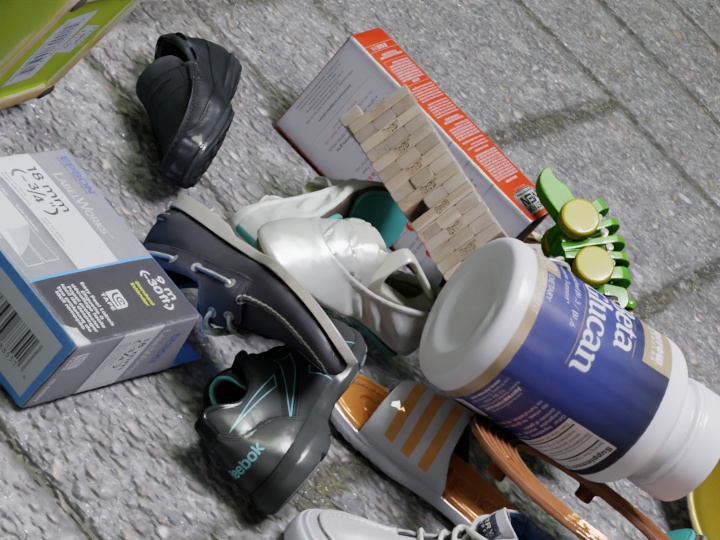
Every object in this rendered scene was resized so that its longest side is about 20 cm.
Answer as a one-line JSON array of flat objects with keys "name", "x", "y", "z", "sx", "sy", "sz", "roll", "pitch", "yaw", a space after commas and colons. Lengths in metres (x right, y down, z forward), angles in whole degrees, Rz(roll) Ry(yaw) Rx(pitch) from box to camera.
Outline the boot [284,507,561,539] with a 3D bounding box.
[{"name": "boot", "x": 0.055, "y": 0.174, "z": 1.589, "sx": 0.199, "sy": 0.096, "sz": 0.074, "roll": 26, "pitch": 29, "yaw": -31}]

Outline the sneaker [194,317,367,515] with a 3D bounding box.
[{"name": "sneaker", "x": -0.050, "y": 0.073, "z": 1.624, "sx": 0.079, "sy": 0.075, "sz": 0.200, "roll": 36, "pitch": 25, "yaw": -7}]

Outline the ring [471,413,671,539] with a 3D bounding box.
[{"name": "ring", "x": 0.150, "y": 0.162, "z": 1.677, "sx": 0.200, "sy": 0.019, "sz": 0.200, "roll": 36, "pitch": 8, "yaw": -6}]

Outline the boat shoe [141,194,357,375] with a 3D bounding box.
[{"name": "boat shoe", "x": -0.076, "y": 0.022, "z": 1.623, "sx": 0.200, "sy": 0.063, "sz": 0.073, "roll": 37, "pitch": -15, "yaw": 42}]

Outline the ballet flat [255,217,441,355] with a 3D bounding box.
[{"name": "ballet flat", "x": 0.000, "y": 0.000, "z": 1.751, "sx": 0.200, "sy": 0.069, "sz": 0.070, "roll": 35, "pitch": 21, "yaw": -54}]

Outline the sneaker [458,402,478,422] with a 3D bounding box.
[{"name": "sneaker", "x": 0.135, "y": 0.100, "z": 1.832, "sx": 0.090, "sy": 0.070, "sz": 0.200, "roll": 49, "pitch": 12, "yaw": 7}]

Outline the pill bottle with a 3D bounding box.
[{"name": "pill bottle", "x": 0.147, "y": 0.072, "z": 1.703, "sx": 0.200, "sy": 0.111, "sz": 0.111, "roll": 32, "pitch": 27, "yaw": -22}]

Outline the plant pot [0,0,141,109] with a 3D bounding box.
[{"name": "plant pot", "x": -0.249, "y": -0.211, "z": 1.653, "sx": 0.182, "sy": 0.200, "sz": 0.199, "roll": 52, "pitch": 25, "yaw": 4}]

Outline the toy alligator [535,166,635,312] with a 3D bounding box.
[{"name": "toy alligator", "x": 0.178, "y": 0.013, "z": 1.890, "sx": 0.054, "sy": 0.059, "sz": 0.201, "roll": -8, "pitch": 67, "yaw": -16}]

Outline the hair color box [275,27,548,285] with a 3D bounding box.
[{"name": "hair color box", "x": 0.042, "y": -0.081, "z": 1.972, "sx": 0.200, "sy": 0.102, "sz": 0.061, "roll": 47, "pitch": 25, "yaw": 8}]

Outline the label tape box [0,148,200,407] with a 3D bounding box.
[{"name": "label tape box", "x": -0.176, "y": -0.002, "z": 1.572, "sx": 0.144, "sy": 0.063, "sz": 0.200, "roll": 50, "pitch": 26, "yaw": 14}]

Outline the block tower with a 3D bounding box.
[{"name": "block tower", "x": 0.059, "y": -0.045, "z": 1.817, "sx": 0.200, "sy": 0.058, "sz": 0.054, "roll": 56, "pitch": 3, "yaw": 32}]

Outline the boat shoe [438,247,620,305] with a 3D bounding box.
[{"name": "boat shoe", "x": 0.121, "y": 0.014, "z": 1.853, "sx": 0.074, "sy": 0.061, "sz": 0.200, "roll": 6, "pitch": -1, "yaw": -29}]

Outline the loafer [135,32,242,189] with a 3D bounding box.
[{"name": "loafer", "x": -0.129, "y": -0.117, "z": 1.826, "sx": 0.070, "sy": 0.068, "sz": 0.201, "roll": 28, "pitch": 22, "yaw": -12}]

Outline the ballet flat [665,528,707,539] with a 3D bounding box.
[{"name": "ballet flat", "x": 0.200, "y": 0.234, "z": 1.753, "sx": 0.200, "sy": 0.067, "sz": 0.064, "roll": -26, "pitch": 100, "yaw": -61}]

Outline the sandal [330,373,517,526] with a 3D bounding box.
[{"name": "sandal", "x": 0.065, "y": 0.123, "z": 1.728, "sx": 0.206, "sy": 0.059, "sz": 0.079, "roll": 40, "pitch": 25, "yaw": -5}]

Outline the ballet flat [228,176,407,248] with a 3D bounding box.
[{"name": "ballet flat", "x": -0.032, "y": -0.039, "z": 1.853, "sx": 0.069, "sy": 0.069, "sz": 0.200, "roll": 48, "pitch": 26, "yaw": 12}]

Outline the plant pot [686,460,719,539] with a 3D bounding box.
[{"name": "plant pot", "x": 0.358, "y": 0.178, "z": 1.956, "sx": 0.200, "sy": 0.200, "sz": 0.142, "roll": 55, "pitch": 3, "yaw": 25}]

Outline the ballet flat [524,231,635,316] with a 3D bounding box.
[{"name": "ballet flat", "x": 0.157, "y": 0.027, "z": 1.961, "sx": 0.200, "sy": 0.075, "sz": 0.064, "roll": 39, "pitch": -26, "yaw": 51}]
